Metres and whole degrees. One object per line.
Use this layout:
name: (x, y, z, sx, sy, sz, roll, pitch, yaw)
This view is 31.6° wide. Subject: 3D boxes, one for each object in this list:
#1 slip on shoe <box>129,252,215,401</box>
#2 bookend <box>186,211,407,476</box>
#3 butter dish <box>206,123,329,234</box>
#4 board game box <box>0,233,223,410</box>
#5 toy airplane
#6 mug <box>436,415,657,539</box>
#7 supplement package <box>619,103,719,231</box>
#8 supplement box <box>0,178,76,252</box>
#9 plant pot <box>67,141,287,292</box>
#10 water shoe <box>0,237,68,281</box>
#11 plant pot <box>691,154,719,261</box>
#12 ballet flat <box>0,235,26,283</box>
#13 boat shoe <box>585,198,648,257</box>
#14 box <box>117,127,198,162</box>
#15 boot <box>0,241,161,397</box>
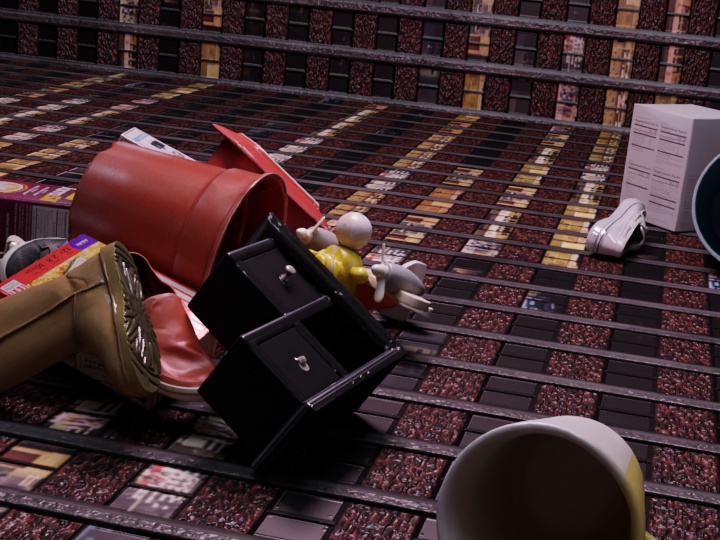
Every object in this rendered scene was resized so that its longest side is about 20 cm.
slip on shoe: (-0.194, 0.054, 1.223, 0.074, 0.061, 0.200, -7, 41, -36)
bookend: (-0.087, 0.061, 1.189, 0.200, 0.092, 0.198, 46, 26, 11)
butter dish: (-0.166, -0.094, 1.832, 0.199, 0.148, 0.200, 43, -1, -23)
board game box: (-0.253, 0.048, 1.307, 0.199, 0.047, 0.151, 26, 33, 14)
toy airplane: (0.000, 0.000, 1.524, 0.198, 0.142, 0.199, 8, 15, 11)
mug: (0.156, 0.193, 0.956, 0.149, 0.188, 0.153, -24, -4, 20)
supplement package: (0.578, -0.187, 2.272, 0.151, 0.202, 0.150, -4, 18, -32)
supplement box: (-0.459, -0.069, 1.728, 0.198, 0.086, 0.110, 7, 15, 5)
plant pot: (-0.213, -0.047, 1.450, 0.194, 0.202, 0.201, 21, 19, 15)
water shoe: (-0.333, -0.006, 1.538, 0.199, 0.072, 0.079, 0, -4, -22)
plant pot: (0.619, -0.093, 2.001, 0.198, 0.202, 0.188, 8, 0, 12)
ballet flat: (-0.452, -0.013, 1.569, 0.198, 0.071, 0.071, 3, 15, -9)
boat shoe: (0.425, -0.058, 2.037, 0.067, 0.074, 0.200, 28, 33, 22)
box: (-0.247, -0.091, 1.700, 0.199, 0.117, 0.060, 30, 16, -1)
boot: (-0.291, 0.081, 1.187, 0.199, 0.066, 0.176, -26, 50, 9)
